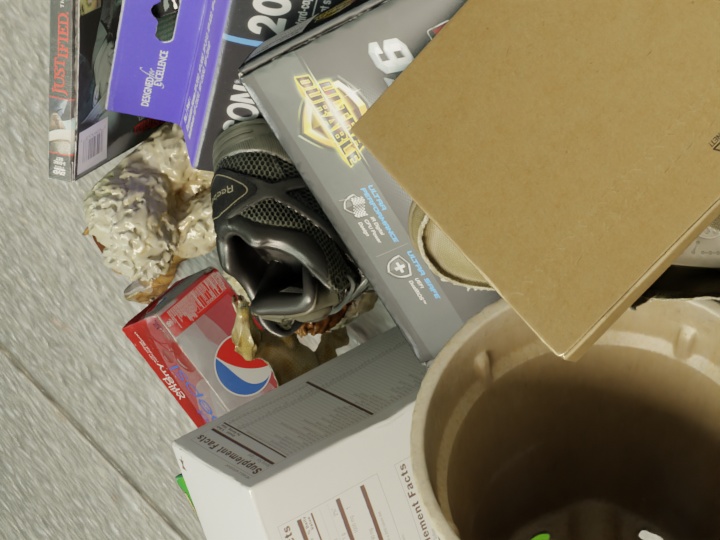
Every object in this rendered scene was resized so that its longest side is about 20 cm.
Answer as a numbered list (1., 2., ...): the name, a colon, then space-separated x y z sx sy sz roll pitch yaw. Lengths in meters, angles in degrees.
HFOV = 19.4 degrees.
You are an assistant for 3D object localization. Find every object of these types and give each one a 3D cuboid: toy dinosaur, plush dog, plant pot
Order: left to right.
1. toy dinosaur: -0.141 -0.027 1.561 0.106 0.060 0.200 35 157 -11
2. plush dog: -0.052 -0.037 1.327 0.160 0.200 0.172 -42 91 18
3. toy dinosaur: -0.034 0.068 1.415 0.200 0.058 0.101 37 -150 -38
4. plant pot: 0.126 0.135 1.102 0.200 0.200 0.184 43 156 27

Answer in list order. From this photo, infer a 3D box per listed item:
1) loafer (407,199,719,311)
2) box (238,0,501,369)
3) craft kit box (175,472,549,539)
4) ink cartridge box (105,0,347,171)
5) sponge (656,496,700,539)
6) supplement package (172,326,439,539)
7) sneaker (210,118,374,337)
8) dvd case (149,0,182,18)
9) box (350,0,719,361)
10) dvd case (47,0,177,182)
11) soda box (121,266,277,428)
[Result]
1. loafer: 0.116 -0.021 1.043 0.200 0.067 0.076 -3 116 19
2. box: 0.054 -0.062 1.109 0.159 0.046 0.200 -23 109 27
3. craft kit box: 0.014 0.167 1.329 0.198 0.200 0.049 62 150 -4
4. ink cartridge box: -0.036 -0.122 1.175 0.198 0.200 0.043 108 167 -54
5. sponge: 0.171 0.102 1.199 0.200 0.030 0.112 19 131 50
6. supplement package: 0.012 0.115 1.227 0.114 0.200 0.110 20 133 61
7. sneaker: 0.000 0.000 1.210 0.199 0.114 0.076 24 143 -27
8. dvd case: -0.120 -0.262 1.218 0.025 0.150 0.200 -13 109 24
9. box: 0.113 -0.083 0.999 0.200 0.021 0.163 -47 69 14
10. dvd case: -0.145 -0.167 1.260 0.022 0.146 0.200 9 112 18
11. soda box: -0.080 0.096 1.520 0.200 0.063 0.070 54 152 -9
